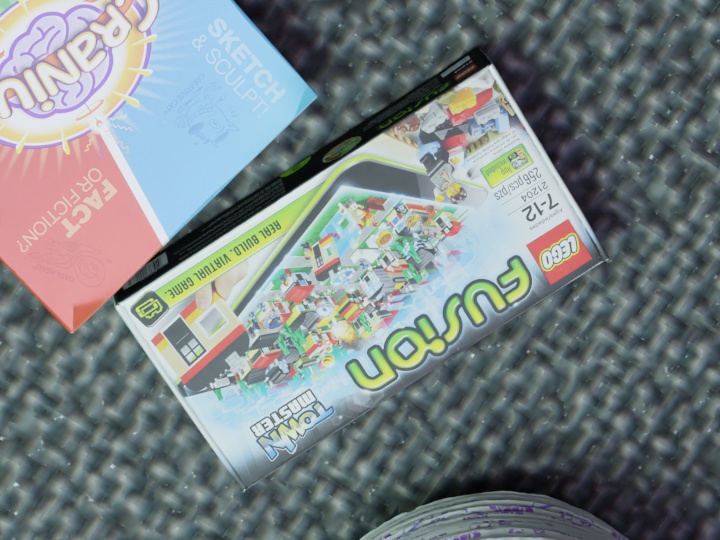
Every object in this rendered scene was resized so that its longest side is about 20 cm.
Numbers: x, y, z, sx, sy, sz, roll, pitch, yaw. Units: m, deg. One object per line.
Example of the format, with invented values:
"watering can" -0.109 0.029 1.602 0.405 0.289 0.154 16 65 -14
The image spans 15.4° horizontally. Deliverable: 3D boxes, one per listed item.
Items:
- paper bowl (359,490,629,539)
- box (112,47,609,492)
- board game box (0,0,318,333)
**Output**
"paper bowl" 0.058 0.200 1.237 0.200 0.104 0.202 -2 107 -7
"box" 0.000 0.000 1.205 0.200 0.035 0.110 -33 108 3
"board game box" -0.139 -0.097 1.141 0.153 0.040 0.200 -44 108 -5
